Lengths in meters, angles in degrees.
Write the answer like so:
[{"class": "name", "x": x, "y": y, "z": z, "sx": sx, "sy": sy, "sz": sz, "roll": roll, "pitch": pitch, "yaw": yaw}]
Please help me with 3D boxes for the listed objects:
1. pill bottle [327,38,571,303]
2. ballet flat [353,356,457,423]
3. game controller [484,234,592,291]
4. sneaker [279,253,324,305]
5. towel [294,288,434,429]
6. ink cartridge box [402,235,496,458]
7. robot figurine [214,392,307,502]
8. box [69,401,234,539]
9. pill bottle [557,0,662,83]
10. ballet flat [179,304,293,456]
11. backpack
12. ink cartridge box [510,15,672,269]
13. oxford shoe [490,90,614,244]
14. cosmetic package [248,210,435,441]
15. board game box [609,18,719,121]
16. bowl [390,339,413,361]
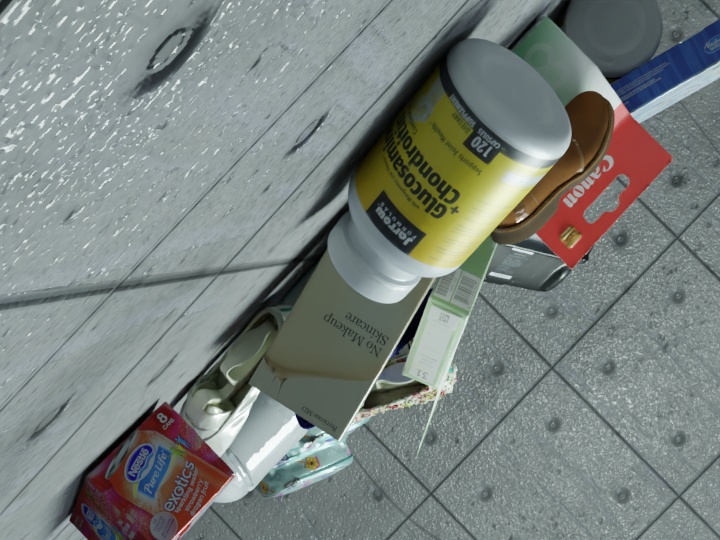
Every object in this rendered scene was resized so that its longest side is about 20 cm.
[{"class": "pill bottle", "x": 0.059, "y": -0.068, "z": 0.864, "sx": 0.200, "sy": 0.112, "sz": 0.112, "roll": -49, "pitch": 175, "yaw": 35}, {"class": "ballet flat", "x": 0.018, "y": 0.135, "z": 1.355, "sx": 0.197, "sy": 0.077, "sz": 0.064, "roll": -20, "pitch": 156, "yaw": 17}, {"class": "game controller", "x": 0.174, "y": -0.024, "z": 1.279, "sx": 0.198, "sy": 0.043, "sz": 0.104, "roll": 12, "pitch": 141, "yaw": -37}, {"class": "sneaker", "x": 0.000, "y": 0.000, "z": 1.188, "sx": 0.201, "sy": 0.081, "sz": 0.076, "roll": -50, "pitch": 173, "yaw": 28}, {"class": "towel", "x": 0.008, "y": 0.083, "z": 1.207, "sx": 0.147, "sy": 0.050, "sz": 0.200, "roll": -43, "pitch": 176, "yaw": 21}, {"class": "ink cartridge box", "x": 0.080, "y": 0.069, "z": 1.156, "sx": 0.146, "sy": 0.047, "sz": 0.202, "roll": -62, "pitch": 173, "yaw": -51}, {"class": "robot figurine", "x": -0.140, "y": 0.186, "z": 1.323, "sx": 0.200, "sy": 0.112, "sz": 0.171, "roll": -43, "pitch": 135, "yaw": -20}, {"class": "box", "x": -0.199, "y": 0.213, "z": 1.063, "sx": 0.100, "sy": 0.095, "sz": 0.200, "roll": -43, "pitch": 176, "yaw": -28}, {"class": "pill bottle", "x": 0.278, "y": -0.262, "z": 1.332, "sx": 0.111, "sy": 0.111, "sz": 0.200, "roll": -46, "pitch": 177, "yaw": -1}, {"class": "ballet flat", "x": -0.130, "y": 0.111, "z": 1.115, "sx": 0.201, "sy": 0.069, "sz": 0.069, "roll": -51, "pitch": 176, "yaw": 5}, {"class": "backpack", "x": -0.082, "y": 0.201, "z": 1.488, "sx": 0.198, "sy": 0.155, "sz": 0.176, "roll": -29, "pitch": 179, "yaw": -12}, {"class": "ink cartridge box", "x": 0.198, "y": -0.127, "z": 1.151, "sx": 0.161, "sy": 0.200, "sz": 0.050, "roll": -46, "pitch": 179, "yaw": 4}, {"class": "oxford shoe", "x": 0.176, "y": -0.115, "z": 1.061, "sx": 0.071, "sy": 0.072, "sz": 0.200, "roll": 5, "pitch": -136, "yaw": 44}, {"class": "cosmetic package", "x": -0.009, "y": 0.043, "z": 1.052, "sx": 0.202, "sy": 0.102, "sz": 0.073, "roll": -60, "pitch": 177, "yaw": -4}, {"class": "board game box", "x": 0.340, "y": -0.211, "z": 1.261, "sx": 0.198, "sy": 0.044, "sz": 0.198, "roll": -30, "pitch": 175, "yaw": 22}, {"class": "bowl", "x": -0.003, "y": 0.056, "z": 1.417, "sx": 0.197, "sy": 0.096, "sz": 0.201, "roll": -16, "pitch": -171, "yaw": 2}]
